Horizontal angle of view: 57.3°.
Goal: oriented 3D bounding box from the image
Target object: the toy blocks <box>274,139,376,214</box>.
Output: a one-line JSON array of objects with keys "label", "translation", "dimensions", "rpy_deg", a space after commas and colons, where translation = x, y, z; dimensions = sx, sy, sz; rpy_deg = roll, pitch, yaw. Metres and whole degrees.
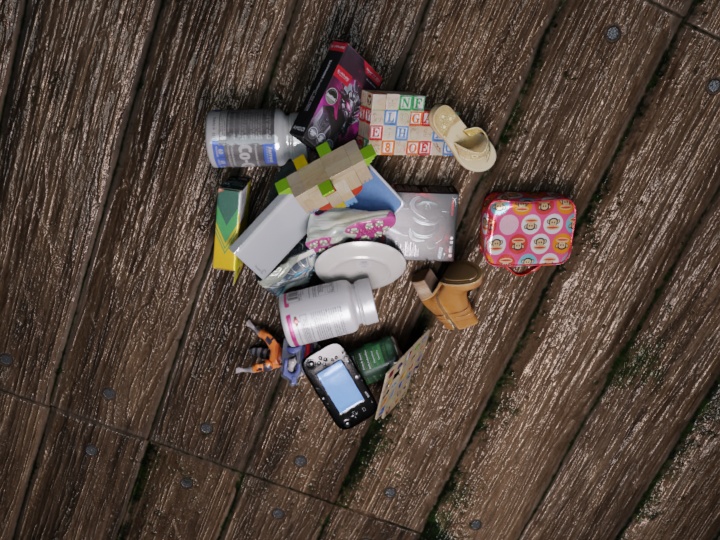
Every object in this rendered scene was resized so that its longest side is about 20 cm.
[{"label": "toy blocks", "translation": [-0.051, -0.169, 1.290], "dimensions": [0.197, 0.137, 0.101], "rpy_deg": [-28, 67, 5]}]

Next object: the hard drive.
[{"label": "hard drive", "translation": [-0.168, -0.085, 1.365], "dimensions": [0.200, 0.027, 0.132], "rpy_deg": [-47, 149, -5]}]

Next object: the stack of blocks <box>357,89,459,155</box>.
[{"label": "stack of blocks", "translation": [0.097, -0.294, 1.319], "dimensions": [0.196, 0.059, 0.117], "rpy_deg": [-3, 112, -24]}]

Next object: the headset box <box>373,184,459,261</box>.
[{"label": "headset box", "translation": [0.104, -0.103, 1.412], "dimensions": [0.196, 0.077, 0.152], "rpy_deg": [2, 109, -3]}]

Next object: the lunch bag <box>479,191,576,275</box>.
[{"label": "lunch bag", "translation": [0.358, -0.076, 1.421], "dimensions": [0.196, 0.082, 0.180], "rpy_deg": [1, 109, -2]}]

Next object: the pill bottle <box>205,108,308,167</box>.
[{"label": "pill bottle", "translation": [-0.204, -0.267, 1.331], "dimensions": [0.196, 0.114, 0.116], "rpy_deg": [-2, 109, 0]}]

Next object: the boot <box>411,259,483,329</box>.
[{"label": "boot", "translation": [0.214, 0.065, 1.429], "dimensions": [0.198, 0.077, 0.156], "rpy_deg": [-14, 122, 45]}]

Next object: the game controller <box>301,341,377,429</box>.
[{"label": "game controller", "translation": [-0.044, 0.250, 1.434], "dimensions": [0.103, 0.042, 0.202], "rpy_deg": [-27, 108, 8]}]

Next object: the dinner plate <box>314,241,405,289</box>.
[{"label": "dinner plate", "translation": [0.000, 0.000, 1.408], "dimensions": [0.196, 0.025, 0.201], "rpy_deg": [-3, 148, -2]}]

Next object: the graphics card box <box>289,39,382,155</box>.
[{"label": "graphics card box", "translation": [-0.045, -0.324, 1.285], "dimensions": [0.125, 0.050, 0.203], "rpy_deg": [30, 86, -50]}]

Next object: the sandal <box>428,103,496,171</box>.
[{"label": "sandal", "translation": [0.222, -0.254, 1.320], "dimensions": [0.210, 0.069, 0.078], "rpy_deg": [32, 92, -37]}]

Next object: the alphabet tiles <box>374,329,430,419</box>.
[{"label": "alphabet tiles", "translation": [0.092, 0.245, 1.486], "dimensions": [0.007, 0.167, 0.202], "rpy_deg": [31, 137, 21]}]

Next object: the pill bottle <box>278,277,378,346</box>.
[{"label": "pill bottle", "translation": [-0.066, 0.085, 1.399], "dimensions": [0.196, 0.114, 0.115], "rpy_deg": [-13, 109, 1]}]

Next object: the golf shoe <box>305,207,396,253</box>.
[{"label": "golf shoe", "translation": [-0.025, -0.103, 1.345], "dimensions": [0.196, 0.093, 0.075], "rpy_deg": [-13, 154, 16]}]

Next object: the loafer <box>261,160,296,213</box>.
[{"label": "loafer", "translation": [-0.161, -0.145, 1.411], "dimensions": [0.071, 0.063, 0.202], "rpy_deg": [34, 103, 21]}]

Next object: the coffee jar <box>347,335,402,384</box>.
[{"label": "coffee jar", "translation": [-0.001, 0.220, 1.503], "dimensions": [0.197, 0.104, 0.087], "rpy_deg": [-21, 72, 6]}]

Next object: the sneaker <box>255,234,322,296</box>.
[{"label": "sneaker", "translation": [-0.130, -0.016, 1.450], "dimensions": [0.198, 0.078, 0.087], "rpy_deg": [-32, 124, 12]}]

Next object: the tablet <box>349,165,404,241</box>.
[{"label": "tablet", "translation": [-0.010, -0.167, 1.367], "dimensions": [0.200, 0.014, 0.130], "rpy_deg": [47, 123, 8]}]

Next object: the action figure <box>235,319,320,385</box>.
[{"label": "action figure", "translation": [-0.168, 0.165, 1.492], "dimensions": [0.189, 0.105, 0.203], "rpy_deg": [10, 65, 7]}]

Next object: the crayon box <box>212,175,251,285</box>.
[{"label": "crayon box", "translation": [-0.270, -0.085, 1.384], "dimensions": [0.050, 0.127, 0.204], "rpy_deg": [7, 108, -3]}]
